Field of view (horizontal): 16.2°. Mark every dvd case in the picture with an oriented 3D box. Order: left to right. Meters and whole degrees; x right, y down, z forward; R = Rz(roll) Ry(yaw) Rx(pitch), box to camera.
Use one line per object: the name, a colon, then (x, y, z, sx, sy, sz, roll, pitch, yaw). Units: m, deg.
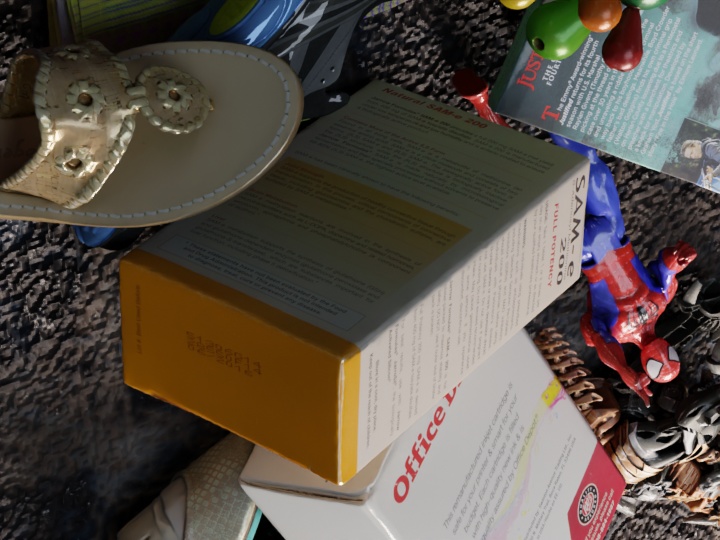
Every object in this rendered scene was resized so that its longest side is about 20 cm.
dvd case: (0.179, -0.110, 1.210, 0.199, 0.022, 0.147, 17, 109, -15)

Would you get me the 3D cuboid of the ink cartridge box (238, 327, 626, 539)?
ink cartridge box: (0.042, 0.107, 1.290, 0.200, 0.083, 0.146, 54, 53, -41)

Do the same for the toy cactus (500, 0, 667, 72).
toy cactus: (0.152, -0.167, 1.120, 0.164, 0.102, 0.201, 6, 120, -28)

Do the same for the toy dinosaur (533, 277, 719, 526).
toy dinosaur: (0.168, 0.082, 1.391, 0.136, 0.102, 0.200, -41, 153, 19)

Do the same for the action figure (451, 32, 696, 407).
action figure: (0.123, -0.015, 1.258, 0.065, 0.099, 0.200, -33, 117, -6)

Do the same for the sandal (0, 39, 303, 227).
sandal: (-0.133, -0.058, 1.052, 0.211, 0.078, 0.070, -6, 171, 11)

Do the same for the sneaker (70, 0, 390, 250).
sneaker: (-0.051, -0.080, 1.127, 0.200, 0.071, 0.083, -47, 126, -2)

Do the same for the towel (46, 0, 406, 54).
towel: (-0.053, -0.160, 1.136, 0.199, 0.023, 0.144, -21, 127, -21)

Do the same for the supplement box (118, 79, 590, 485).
supplement box: (0.000, 0.000, 1.154, 0.200, 0.126, 0.074, -37, 140, -42)

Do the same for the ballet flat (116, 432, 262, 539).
ballet flat: (-0.105, 0.165, 1.289, 0.062, 0.067, 0.201, 14, 111, -24)
